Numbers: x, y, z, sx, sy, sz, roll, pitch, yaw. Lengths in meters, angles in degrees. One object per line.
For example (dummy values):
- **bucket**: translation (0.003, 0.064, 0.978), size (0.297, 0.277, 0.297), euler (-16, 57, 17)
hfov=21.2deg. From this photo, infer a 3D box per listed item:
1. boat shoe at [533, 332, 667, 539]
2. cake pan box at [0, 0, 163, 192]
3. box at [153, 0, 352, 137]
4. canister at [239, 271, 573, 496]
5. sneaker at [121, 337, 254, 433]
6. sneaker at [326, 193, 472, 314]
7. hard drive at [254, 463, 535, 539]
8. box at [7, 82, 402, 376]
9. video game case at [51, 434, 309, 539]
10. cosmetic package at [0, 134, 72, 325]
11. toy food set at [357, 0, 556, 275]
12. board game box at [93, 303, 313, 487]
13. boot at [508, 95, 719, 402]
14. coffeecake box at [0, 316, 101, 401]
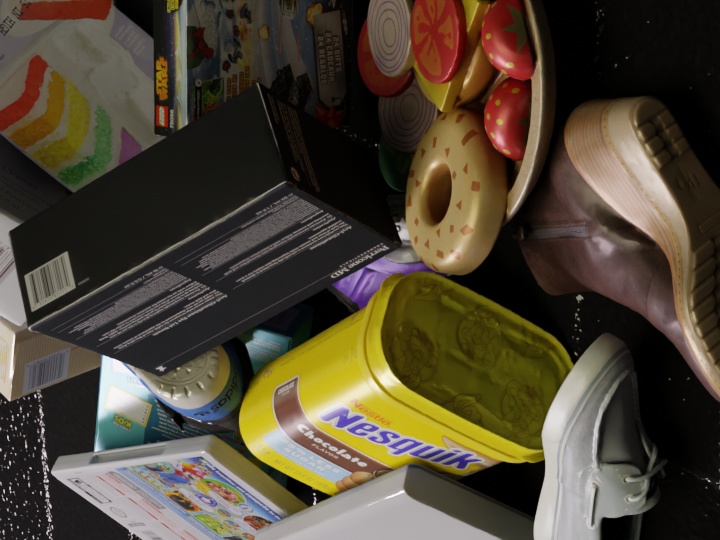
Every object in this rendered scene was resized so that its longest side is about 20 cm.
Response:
- **boat shoe**: translation (0.155, 0.120, 1.177), size (0.071, 0.070, 0.201), euler (31, 144, 26)
- **cake pan box**: translation (-0.156, -0.150, 1.290), size (0.184, 0.200, 0.052), euler (41, -177, -13)
- **box**: translation (-0.066, -0.187, 1.213), size (0.040, 0.137, 0.201), euler (13, 106, 48)
- **canister**: translation (0.025, 0.087, 1.267), size (0.148, 0.087, 0.200), euler (27, 150, -21)
- **sneaker**: translation (-0.149, 0.043, 1.373), size (0.200, 0.077, 0.111), euler (39, 172, 31)
- **sneaker**: translation (0.000, 0.000, 1.307), size (0.200, 0.069, 0.100), euler (6, 114, 49)
- **hard drive**: translation (0.030, 0.190, 1.332), size (0.200, 0.132, 0.027), euler (-30, 40, 52)
- **box**: translation (-0.098, -0.020, 1.211), size (0.200, 0.141, 0.079), euler (-28, 60, 21)
- **video game case**: translation (-0.126, 0.176, 1.452), size (0.200, 0.018, 0.143), euler (-12, 135, 47)
- **cosmetic package**: translation (-0.252, -0.068, 1.343), size (0.081, 0.113, 0.200), euler (-45, 29, 26)
- **toy food set**: translation (0.054, -0.115, 1.165), size (0.200, 0.049, 0.198), euler (107, 146, -41)
- **board game box**: translation (-0.124, 0.095, 1.471), size (0.151, 0.047, 0.200), euler (19, 126, 13)
- **boot**: translation (0.163, -0.002, 1.133), size (0.200, 0.072, 0.166), euler (66, 154, 0)
- **coffeecake box**: translation (-0.277, 0.001, 1.568), size (0.200, 0.153, 0.073), euler (39, 133, 33)
